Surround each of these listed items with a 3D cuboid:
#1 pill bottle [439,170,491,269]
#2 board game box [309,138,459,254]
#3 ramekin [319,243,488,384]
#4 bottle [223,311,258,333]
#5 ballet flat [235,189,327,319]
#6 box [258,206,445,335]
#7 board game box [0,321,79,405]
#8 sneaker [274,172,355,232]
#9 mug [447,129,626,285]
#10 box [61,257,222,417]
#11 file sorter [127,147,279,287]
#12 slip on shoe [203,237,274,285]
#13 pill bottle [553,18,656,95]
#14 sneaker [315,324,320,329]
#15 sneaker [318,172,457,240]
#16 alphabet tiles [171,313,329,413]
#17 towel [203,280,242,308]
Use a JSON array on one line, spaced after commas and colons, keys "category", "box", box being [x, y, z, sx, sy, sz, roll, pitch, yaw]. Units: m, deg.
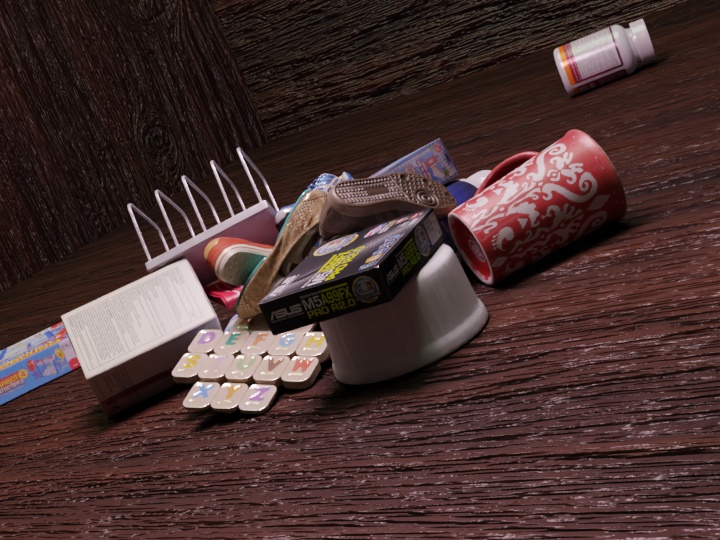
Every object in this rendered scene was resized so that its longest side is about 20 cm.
[{"category": "pill bottle", "box": [0.126, -0.057, 1.693, 0.200, 0.116, 0.115, -33, 16, -37]}, {"category": "board game box", "box": [0.003, -0.090, 1.699, 0.200, 0.062, 0.200, -33, 5, -42]}, {"category": "ramekin", "box": [0.043, 0.046, 1.461, 0.199, 0.098, 0.201, -23, 12, 5]}, {"category": "bottle", "box": [-0.145, 0.080, 1.728, 0.083, 0.066, 0.200, -22, 13, 10]}, {"category": "ballet flat", "box": [-0.091, -0.009, 1.585, 0.201, 0.065, 0.070, -59, -22, 13]}, {"category": "box", "box": [-0.006, -0.002, 1.420, 0.159, 0.044, 0.200, -16, 15, 28]}, {"category": "board game box", "box": [-0.601, 0.170, 2.202, 0.199, 0.056, 0.196, -26, 13, -12]}, {"category": "sneaker", "box": [-0.063, -0.096, 1.828, 0.076, 0.077, 0.200, -38, -13, 36]}, {"category": "mug", "box": [0.219, -0.075, 1.599, 0.199, 0.134, 0.177, -31, 8, -11]}, {"category": "box", "box": [-0.304, 0.095, 1.745, 0.199, 0.109, 0.128, -25, 53, -10]}, {"category": "file sorter", "box": [-0.224, -0.075, 1.829, 0.199, 0.125, 0.139, -27, -21, 5]}, {"category": "slip on shoe", "box": [-0.134, -0.007, 1.652, 0.061, 0.074, 0.200, 36, 13, 35]}, {"category": "pill bottle", "box": [0.522, -0.457, 2.616, 0.199, 0.110, 0.110, -20, 13, 15]}, {"category": "sneaker", "box": [0.000, 0.000, 1.688, 0.200, 0.081, 0.146, -41, 0, -28]}, {"category": "sneaker", "box": [0.031, -0.077, 1.575, 0.199, 0.071, 0.076, -2, -43, -35]}, {"category": "alphabet tiles", "box": [-0.137, 0.110, 1.552, 0.199, 0.015, 0.196, 0, 35, 24]}, {"category": "towel", "box": [-0.132, -0.001, 1.809, 0.199, 0.023, 0.145, -28, 14, -16]}]
